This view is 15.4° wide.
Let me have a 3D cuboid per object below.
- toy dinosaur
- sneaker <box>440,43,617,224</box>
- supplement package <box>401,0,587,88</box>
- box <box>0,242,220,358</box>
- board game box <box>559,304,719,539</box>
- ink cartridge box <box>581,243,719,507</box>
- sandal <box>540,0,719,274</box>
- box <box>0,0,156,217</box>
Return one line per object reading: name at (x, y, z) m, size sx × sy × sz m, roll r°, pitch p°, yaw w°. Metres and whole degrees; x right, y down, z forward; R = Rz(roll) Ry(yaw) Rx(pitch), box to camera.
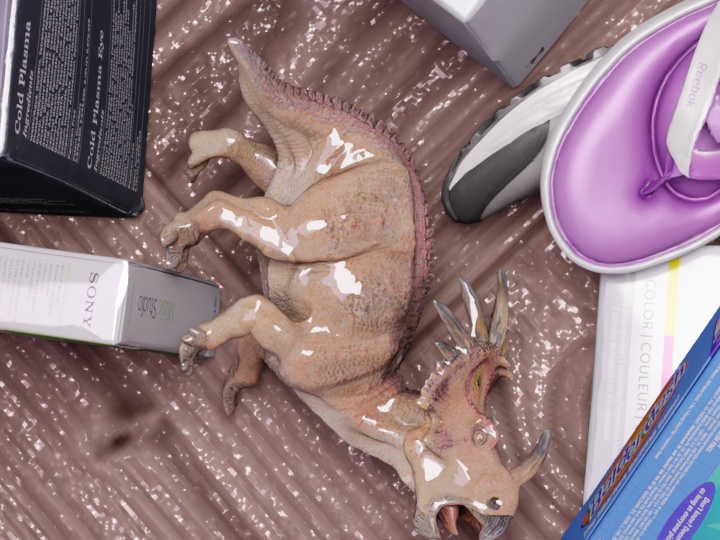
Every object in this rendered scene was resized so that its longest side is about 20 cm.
toy dinosaur at (0.000, 0.000, 1.028) m, size 0.135 × 0.086 × 0.201 m, roll -5°, pitch 104°, yaw 9°
sneaker at (0.126, -0.056, 1.033) m, size 0.200 × 0.074 × 0.080 m, roll -21°, pitch 87°, yaw 8°
supplement package at (0.021, -0.198, 1.023) m, size 0.200 × 0.152 × 0.151 m, roll 39°, pitch 92°, yaw 11°
box at (-0.167, 0.004, 1.046) m, size 0.199 × 0.144 × 0.036 m, roll 9°, pitch 88°, yaw 11°
board game box at (0.185, 0.113, 0.967) m, size 0.200 × 0.045 × 0.152 m, roll 30°, pitch 118°, yaw -2°
ink cartridge box at (0.189, 0.048, 1.017) m, size 0.199 × 0.059 × 0.104 m, roll 4°, pitch 86°, yaw 11°
sandal at (0.151, -0.073, 0.976) m, size 0.202 × 0.050 × 0.083 m, roll -36°, pitch 95°, yaw 4°
box at (-0.199, -0.085, 1.040) m, size 0.199 × 0.182 × 0.104 m, roll 3°, pitch 85°, yaw 11°
